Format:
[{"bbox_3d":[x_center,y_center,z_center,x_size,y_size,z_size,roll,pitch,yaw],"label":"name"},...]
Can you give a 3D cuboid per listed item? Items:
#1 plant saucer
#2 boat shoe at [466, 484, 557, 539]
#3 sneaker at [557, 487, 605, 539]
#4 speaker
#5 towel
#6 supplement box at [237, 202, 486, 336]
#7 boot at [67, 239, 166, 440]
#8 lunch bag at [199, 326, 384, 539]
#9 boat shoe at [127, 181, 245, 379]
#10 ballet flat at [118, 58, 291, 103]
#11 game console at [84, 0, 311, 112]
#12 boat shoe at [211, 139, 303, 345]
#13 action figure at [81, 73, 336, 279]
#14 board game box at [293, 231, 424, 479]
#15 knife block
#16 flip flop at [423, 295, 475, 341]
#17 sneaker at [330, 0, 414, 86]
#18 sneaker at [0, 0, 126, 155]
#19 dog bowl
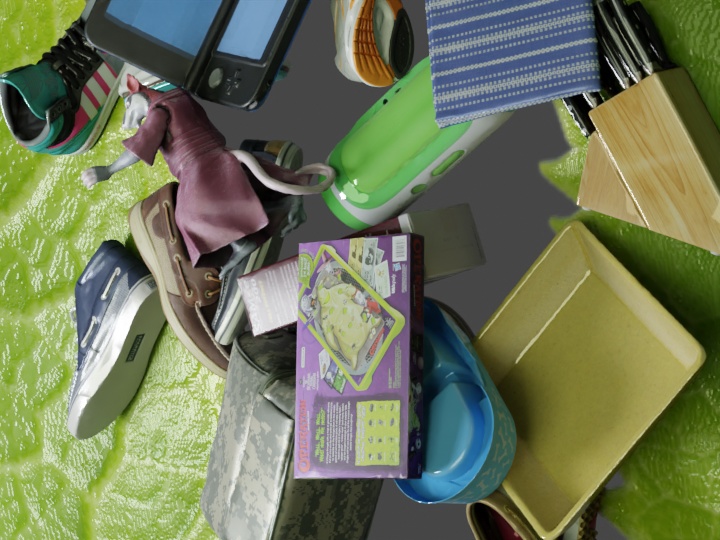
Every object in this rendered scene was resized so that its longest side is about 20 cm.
[{"bbox_3d":[0.178,0.092,1.389,0.201,0.048,0.200,-52,44,13],"label":"plant saucer"},{"bbox_3d":[0.144,0.267,1.413,0.074,0.066,0.201,-31,85,40],"label":"boat shoe"},{"bbox_3d":[0.162,0.197,1.459,0.089,0.075,0.202,14,107,25],"label":"sneaker"},{"bbox_3d":[0.052,-0.120,1.459,0.200,0.088,0.089,-41,78,32],"label":"speaker"},{"bbox_3d":[0.121,-0.220,1.371,0.143,0.024,0.202,-12,67,22],"label":"towel"},{"bbox_3d":[0.000,0.000,1.503,0.199,0.108,0.061,-20,85,34],"label":"supplement box"},{"bbox_3d":[-0.265,0.070,1.723,0.090,0.072,0.201,40,111,28],"label":"boot"},{"bbox_3d":[-0.071,0.166,1.569,0.167,0.138,0.202,30,113,43],"label":"lunch bag"},{"bbox_3d":[-0.153,0.007,1.631,0.072,0.072,0.201,-33,78,31],"label":"boat shoe"},{"bbox_3d":[-0.152,-0.202,1.594,0.198,0.069,0.070,-7,96,35],"label":"ballet flat"},{"bbox_3d":[-0.129,-0.260,1.480,0.170,0.118,0.202,21,86,57],"label":"game console"},{"bbox_3d":[-0.109,-0.030,1.580,0.062,0.075,0.202,17,99,9],"label":"boat shoe"},{"bbox_3d":[-0.145,-0.100,1.473,0.149,0.134,0.201,-42,80,36],"label":"action figure"},{"bbox_3d":[-0.001,0.073,1.406,0.119,0.032,0.202,-3,81,32],"label":"board game box"},{"bbox_3d":[0.244,-0.124,1.343,0.199,0.064,0.177,22,112,28],"label":"knife block"},{"bbox_3d":[0.076,0.105,1.501,0.081,0.057,0.201,-45,67,32],"label":"flip flop"},{"bbox_3d":[0.005,-0.261,1.470,0.092,0.075,0.202,7,90,65],"label":"sneaker"},{"bbox_3d":[-0.293,-0.197,1.646,0.083,0.120,0.201,36,117,22],"label":"sneaker"},{"bbox_3d":[0.064,0.113,1.420,0.111,0.049,0.201,-45,45,19],"label":"dog bowl"}]
